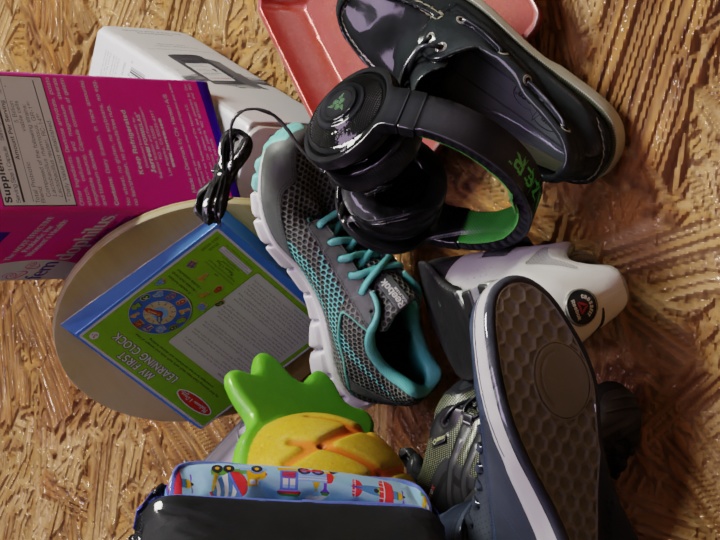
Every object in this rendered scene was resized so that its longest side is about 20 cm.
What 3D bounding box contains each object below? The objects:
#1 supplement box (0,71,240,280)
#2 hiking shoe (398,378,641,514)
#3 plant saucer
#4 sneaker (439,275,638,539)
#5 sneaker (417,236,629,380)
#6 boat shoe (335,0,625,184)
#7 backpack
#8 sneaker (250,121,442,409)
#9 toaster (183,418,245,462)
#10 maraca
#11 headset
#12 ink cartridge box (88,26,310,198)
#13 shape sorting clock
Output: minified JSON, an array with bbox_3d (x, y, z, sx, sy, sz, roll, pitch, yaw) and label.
[{"bbox_3d":[-0.189,-0.059,1.227,0.101,0.199,0.104,-35,65,43],"label":"supplement box"},{"bbox_3d":[0.082,0.103,1.131,0.200,0.075,0.101,-43,63,42],"label":"hiking shoe"},{"bbox_3d":[0.028,-0.165,1.224,0.200,0.036,0.201,-51,54,38],"label":"plant saucer"},{"bbox_3d":[0.067,0.111,1.027,0.146,0.076,0.205,-14,93,51],"label":"sneaker"},{"bbox_3d":[0.096,0.020,1.129,0.075,0.088,0.200,71,165,-11],"label":"sneaker"},{"bbox_3d":[0.057,-0.109,1.112,0.199,0.066,0.075,39,126,15],"label":"boat shoe"},{"bbox_3d":[-0.041,0.218,0.993,0.135,0.180,0.202,-99,13,-60],"label":"backpack"},{"bbox_3d":[0.000,0.000,1.192,0.091,0.077,0.202,10,129,50],"label":"sneaker"},{"bbox_3d":[-0.048,0.178,1.262,0.129,0.113,0.201,-50,52,33],"label":"toaster"},{"bbox_3d":[-0.023,0.133,1.137,0.107,0.136,0.201,-43,43,28],"label":"maraca"},{"bbox_3d":[0.004,-0.050,1.099,0.198,0.124,0.095,12,62,25],"label":"headset"},{"bbox_3d":[-0.118,-0.071,1.360,0.200,0.083,0.147,34,116,43],"label":"ink cartridge box"},{"bbox_3d":[-0.104,0.028,1.261,0.201,0.198,0.039,-60,35,30],"label":"shape sorting clock"}]
